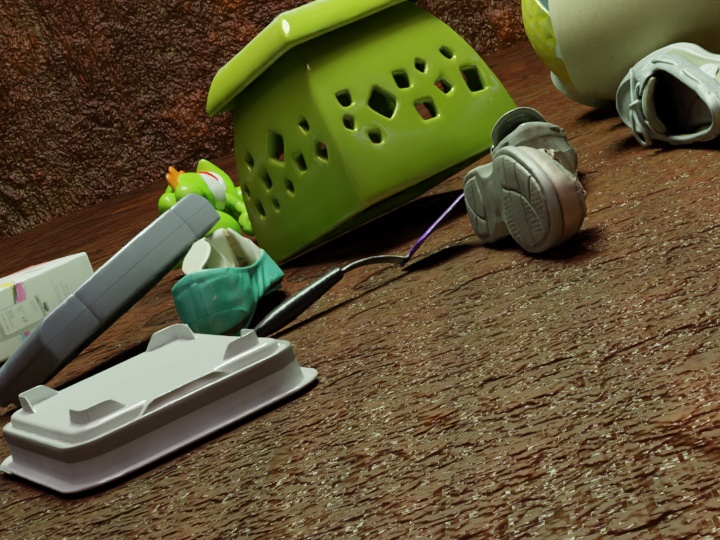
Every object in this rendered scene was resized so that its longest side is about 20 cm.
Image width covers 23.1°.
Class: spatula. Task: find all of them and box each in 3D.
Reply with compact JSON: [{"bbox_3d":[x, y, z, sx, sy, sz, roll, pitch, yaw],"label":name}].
[{"bbox_3d":[0.000,0.000,1.279,0.199,0.021,0.057,-29,-11,-25],"label":"spatula"}]

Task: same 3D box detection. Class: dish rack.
[{"bbox_3d":[-0.132,0.076,1.079,0.170,0.044,0.200,-24,10,-23],"label":"dish rack"}]

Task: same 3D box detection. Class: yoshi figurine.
[{"bbox_3d":[-0.142,-0.041,1.759,0.111,0.113,0.200,23,6,14],"label":"yoshi figurine"}]

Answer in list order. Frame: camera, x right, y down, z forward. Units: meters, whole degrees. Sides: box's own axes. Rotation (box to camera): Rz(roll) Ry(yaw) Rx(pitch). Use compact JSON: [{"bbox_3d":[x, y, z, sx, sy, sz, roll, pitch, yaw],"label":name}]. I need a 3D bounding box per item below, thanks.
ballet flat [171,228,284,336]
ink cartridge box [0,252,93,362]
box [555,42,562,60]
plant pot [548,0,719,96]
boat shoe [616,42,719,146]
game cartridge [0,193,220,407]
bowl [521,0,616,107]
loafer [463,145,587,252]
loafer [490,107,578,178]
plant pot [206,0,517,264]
[{"bbox_3d":[-0.102,0.003,1.363,0.067,0.071,0.200,-20,8,9],"label":"ballet flat"},{"bbox_3d":[-0.357,0.053,1.685,0.199,0.068,0.116,-25,9,-37],"label":"ink cartridge box"},{"bbox_3d":[0.304,-0.222,1.657,0.155,0.042,0.199,25,36,33],"label":"box"},{"bbox_3d":[0.267,-0.223,1.488,0.198,0.189,0.187,-18,9,17],"label":"plant pot"},{"bbox_3d":[0.249,-0.132,1.367,0.064,0.075,0.202,-19,14,-18],"label":"boat shoe"},{"bbox_3d":[-0.195,0.019,1.365,0.200,0.041,0.133,-46,7,-40],"label":"game cartridge"},{"bbox_3d":[0.246,-0.232,1.791,0.199,0.200,0.108,-28,-31,-41],"label":"bowl"},{"bbox_3d":[0.123,-0.054,1.204,0.062,0.073,0.200,-15,4,-11],"label":"loafer"},{"bbox_3d":[0.139,-0.099,1.420,0.069,0.070,0.200,-21,8,1],"label":"loafer"},{"bbox_3d":[-0.009,-0.141,1.555,0.198,0.183,0.200,-27,-2,-33],"label":"plant pot"}]
